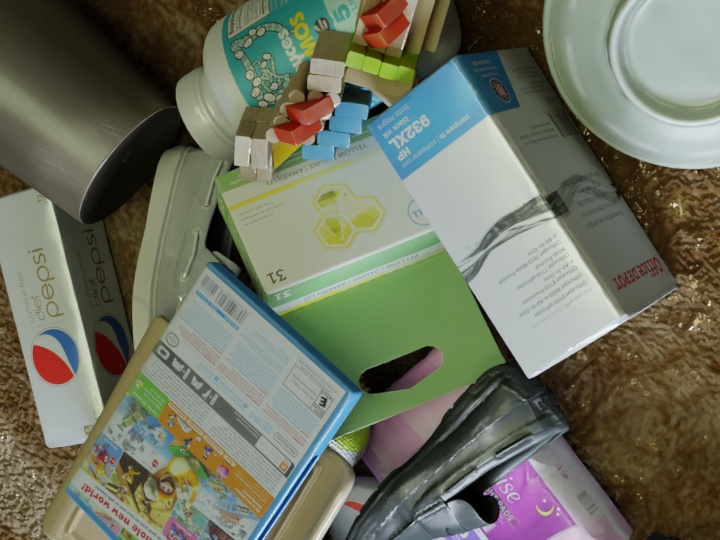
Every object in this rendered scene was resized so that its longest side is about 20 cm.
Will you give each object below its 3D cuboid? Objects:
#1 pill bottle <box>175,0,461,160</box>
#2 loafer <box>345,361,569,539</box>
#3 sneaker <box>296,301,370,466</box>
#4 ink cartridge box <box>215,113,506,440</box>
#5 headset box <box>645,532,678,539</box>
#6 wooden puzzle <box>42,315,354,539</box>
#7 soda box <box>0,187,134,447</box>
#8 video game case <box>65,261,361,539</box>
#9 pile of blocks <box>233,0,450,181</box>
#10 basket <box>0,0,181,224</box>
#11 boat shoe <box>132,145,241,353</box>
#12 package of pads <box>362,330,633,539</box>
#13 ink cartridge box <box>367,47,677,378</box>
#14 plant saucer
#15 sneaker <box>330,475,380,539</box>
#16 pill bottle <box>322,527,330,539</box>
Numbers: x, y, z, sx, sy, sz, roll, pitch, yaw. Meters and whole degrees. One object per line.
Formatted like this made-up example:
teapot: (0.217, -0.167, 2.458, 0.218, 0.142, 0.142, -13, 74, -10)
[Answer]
pill bottle: (-0.035, -0.154, 1.258, 0.199, 0.111, 0.112, -29, 86, 25)
loafer: (0.061, 0.150, 1.198, 0.070, 0.068, 0.201, 48, 111, 21)
sneaker: (-0.050, 0.062, 1.289, 0.105, 0.075, 0.202, -31, 48, 38)
ink cartridge box: (0.000, 0.000, 1.230, 0.144, 0.048, 0.201, -21, 63, -10)
headset box: (0.252, 0.293, 1.205, 0.173, 0.093, 0.202, 16, 103, 20)
wooden puzzle: (-0.114, 0.160, 1.234, 0.199, 0.037, 0.186, 37, 105, 24)
soda box: (-0.230, 0.033, 1.393, 0.063, 0.068, 0.202, -14, 92, 24)
video game case: (-0.103, 0.117, 1.199, 0.143, 0.018, 0.201, 40, 106, 22)
pile of blocks: (-0.013, -0.114, 1.175, 0.082, 0.062, 0.200, 36, 120, -14)
basket: (-0.242, -0.141, 1.321, 0.200, 0.180, 0.136, 40, 120, 9)
boat shoe: (-0.122, 0.001, 1.314, 0.068, 0.072, 0.202, -1, 61, 16)
package of pads: (0.090, 0.147, 1.264, 0.120, 0.076, 0.201, -43, 79, 27)
ink cartridge box: (0.113, -0.043, 1.189, 0.083, 0.145, 0.201, -35, 83, 24)
plant saucer: (0.215, -0.152, 1.144, 0.198, 0.050, 0.202, 5, 117, 9)
sneaker: (0.038, 0.234, 1.290, 0.070, 0.093, 0.200, -45, 79, 22)
pill bottle: (-0.094, 0.184, 1.308, 0.200, 0.111, 0.112, 46, 113, 28)
